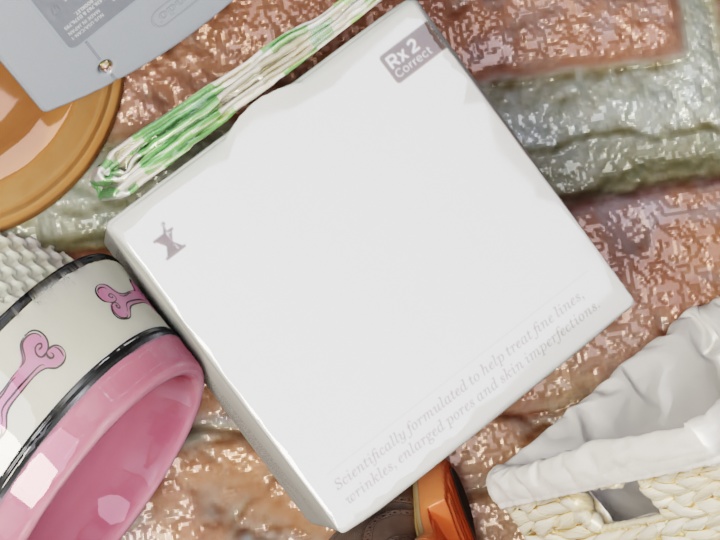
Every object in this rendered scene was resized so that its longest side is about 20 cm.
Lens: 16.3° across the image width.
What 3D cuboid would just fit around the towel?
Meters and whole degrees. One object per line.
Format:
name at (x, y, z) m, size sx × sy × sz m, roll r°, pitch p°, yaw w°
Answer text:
towel at (-0.057, -0.102, 1.311) m, size 0.200 × 0.153 × 0.023 m, roll -38°, pitch 95°, yaw -6°

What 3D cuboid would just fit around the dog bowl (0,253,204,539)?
dog bowl at (-0.156, 0.094, 1.257) m, size 0.074 × 0.200 × 0.201 m, roll 36°, pitch 83°, yaw 12°

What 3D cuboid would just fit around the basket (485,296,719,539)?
basket at (0.213, 0.107, 1.287) m, size 0.200 × 0.198 × 0.161 m, roll -36°, pitch 97°, yaw -31°

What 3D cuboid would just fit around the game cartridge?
game cartridge at (-0.114, -0.177, 1.292) m, size 0.200 × 0.041 × 0.134 m, roll -38°, pitch 131°, yaw -1°

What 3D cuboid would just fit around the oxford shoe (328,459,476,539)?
oxford shoe at (0.017, 0.166, 1.287) m, size 0.072 × 0.200 × 0.072 m, roll -18°, pitch 105°, yaw 12°

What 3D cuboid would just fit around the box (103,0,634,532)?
box at (0.000, 0.000, 1.322) m, size 0.198 × 0.131 × 0.200 m, roll -37°, pitch 91°, yaw -7°

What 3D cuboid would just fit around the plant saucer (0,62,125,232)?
plant saucer at (-0.225, -0.117, 1.351) m, size 0.198 × 0.037 × 0.202 m, roll 0°, pitch 87°, yaw -7°

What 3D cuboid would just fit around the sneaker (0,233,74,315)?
sneaker at (-0.234, 0.044, 1.328) m, size 0.199 × 0.070 × 0.100 m, roll -10°, pitch 127°, yaw -26°
